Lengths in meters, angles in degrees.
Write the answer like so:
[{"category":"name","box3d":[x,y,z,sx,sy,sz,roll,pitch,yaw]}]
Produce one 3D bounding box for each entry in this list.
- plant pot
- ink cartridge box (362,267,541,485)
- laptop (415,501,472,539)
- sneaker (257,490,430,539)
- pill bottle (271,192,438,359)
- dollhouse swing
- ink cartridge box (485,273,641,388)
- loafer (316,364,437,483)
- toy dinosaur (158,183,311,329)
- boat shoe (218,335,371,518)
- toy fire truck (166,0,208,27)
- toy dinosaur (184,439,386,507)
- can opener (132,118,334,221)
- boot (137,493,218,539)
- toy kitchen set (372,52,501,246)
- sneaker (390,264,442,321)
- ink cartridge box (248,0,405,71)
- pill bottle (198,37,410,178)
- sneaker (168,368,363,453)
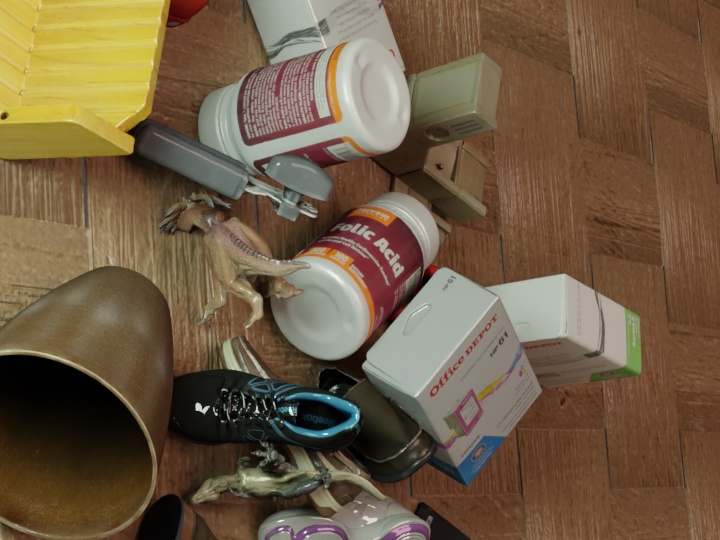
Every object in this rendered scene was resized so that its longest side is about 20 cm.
[{"category":"plant pot","box3d":[-0.232,0.088,1.322,0.188,0.185,0.201,60,25,-24]},{"category":"ink cartridge box","box3d":[0.102,0.116,1.698,0.145,0.084,0.201,-50,141,-16]},{"category":"laptop","box3d":[0.090,0.407,1.810,0.178,0.102,0.202,-58,152,-43]},{"category":"sneaker","box3d":[-0.028,0.269,1.641,0.198,0.100,0.076,7,110,-35]},{"category":"pill bottle","box3d":[0.000,0.000,1.688,0.200,0.113,0.115,-43,116,-50]},{"category":"dollhouse swing","box3d":[-0.282,-0.225,1.331,0.176,0.179,0.202,56,38,-61]},{"category":"ink cartridge box","box3d":[0.246,0.079,1.998,0.199,0.144,0.085,26,60,-49]},{"category":"loafer","box3d":[0.003,0.154,1.613,0.073,0.199,0.072,-41,121,-16]},{"category":"toy dinosaur","box3d":[-0.126,-0.024,1.505,0.085,0.199,0.137,-28,104,-23]},{"category":"boat shoe","box3d":[-0.060,0.142,1.571,0.203,0.074,0.075,56,4,-5]},{"category":"toy fire truck","box3d":[-0.157,-0.330,1.493,0.128,0.198,0.178,9,74,-52]},{"category":"toy dinosaur","box3d":[-0.067,0.197,1.499,0.088,0.197,0.048,110,-19,-65]},{"category":"can opener","box3d":[-0.121,-0.106,1.533,0.198,0.053,0.067,25,100,-19]},{"category":"boot","box3d":[-0.164,0.312,1.423,0.097,0.074,0.202,42,47,-37]},{"category":"toy kitchen set","box3d":[0.119,-0.113,1.839,0.199,0.179,0.165,33,56,-40]},{"category":"sneaker","box3d":[0.066,0.081,1.829,0.084,0.077,0.202,32,53,-22]},{"category":"ink cartridge box","box3d":[-0.043,-0.281,1.741,0.145,0.084,0.202,-38,110,-52]},{"category":"pill bottle","box3d":[-0.059,-0.156,1.585,0.114,0.198,0.116,19,66,-51]},{"category":"sneaker","box3d":[-0.093,0.127,1.488,0.197,0.082,0.074,5,76,-11]}]
